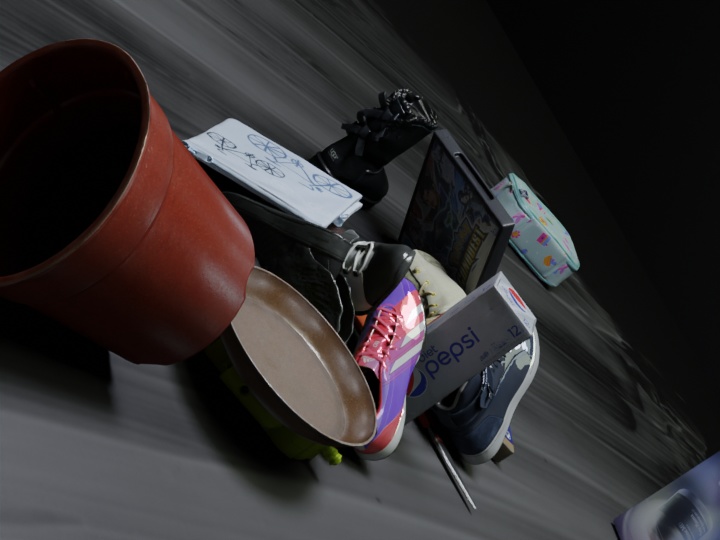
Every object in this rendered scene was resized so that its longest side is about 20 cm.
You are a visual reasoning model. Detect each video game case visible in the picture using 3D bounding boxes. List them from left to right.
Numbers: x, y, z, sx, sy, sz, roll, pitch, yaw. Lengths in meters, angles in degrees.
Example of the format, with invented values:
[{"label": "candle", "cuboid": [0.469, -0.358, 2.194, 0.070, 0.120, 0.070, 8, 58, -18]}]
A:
[{"label": "video game case", "cuboid": [0.121, -0.050, 1.891, 0.025, 0.201, 0.181, -12, 51, -27]}]

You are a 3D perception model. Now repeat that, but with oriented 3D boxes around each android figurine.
[{"label": "android figurine", "cuboid": [-0.079, 0.096, 1.352, 0.201, 0.041, 0.182, 52, 18, -3]}]

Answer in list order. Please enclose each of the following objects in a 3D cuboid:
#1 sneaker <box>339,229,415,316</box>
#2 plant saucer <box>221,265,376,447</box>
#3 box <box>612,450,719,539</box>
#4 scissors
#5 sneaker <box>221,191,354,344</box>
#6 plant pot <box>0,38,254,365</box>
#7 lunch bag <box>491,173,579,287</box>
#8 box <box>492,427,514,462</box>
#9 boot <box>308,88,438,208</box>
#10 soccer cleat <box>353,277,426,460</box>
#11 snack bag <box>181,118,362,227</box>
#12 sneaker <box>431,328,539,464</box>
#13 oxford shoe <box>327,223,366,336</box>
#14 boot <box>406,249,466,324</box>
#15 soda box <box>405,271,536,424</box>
[{"label": "sneaker", "cuboid": [-0.021, -0.003, 1.502, 0.088, 0.199, 0.074, 42, 61, -18]}, {"label": "plant saucer", "cuboid": [-0.063, 0.082, 1.303, 0.200, 0.032, 0.201, 45, 19, -20]}, {"label": "box", "cuboid": [0.486, 0.396, 2.006, 0.123, 0.198, 0.201, 36, 25, -39]}, {"label": "scissors", "cuboid": [0.078, 0.182, 1.650, 0.073, 0.014, 0.201, 35, 28, -53]}, {"label": "sneaker", "cuboid": [-0.082, -0.005, 1.470, 0.198, 0.105, 0.060, 21, -1, 28]}, {"label": "plant pot", "cuboid": [-0.189, -0.033, 1.084, 0.195, 0.200, 0.202, 46, 18, -50]}, {"label": "lunch bag", "cuboid": [0.312, -0.080, 2.620, 0.200, 0.077, 0.161, 47, 19, -22]}, {"label": "box", "cuboid": [0.141, 0.142, 1.853, 0.121, 0.032, 0.201, 46, 18, -24]}, {"label": "boot", "cuboid": [0.033, -0.163, 1.909, 0.074, 0.162, 0.198, 60, 18, 18]}, {"label": "soccer cleat", "cuboid": [0.021, 0.087, 1.460, 0.073, 0.067, 0.202, 55, 41, -54]}, {"label": "snack bag", "cuboid": [-0.094, -0.104, 1.601, 0.187, 0.022, 0.200, 32, 17, 3]}, {"label": "sneaker", "cuboid": [0.140, 0.103, 1.687, 0.146, 0.076, 0.204, 53, 48, -42]}, {"label": "oxford shoe", "cuboid": [0.000, 0.000, 1.643, 0.201, 0.072, 0.071, 61, -8, 11]}, {"label": "boot", "cuboid": [0.080, 0.046, 1.786, 0.155, 0.072, 0.199, 49, 26, 24]}, {"label": "soda box", "cuboid": [0.088, 0.089, 1.529, 0.068, 0.199, 0.063, 51, 18, -3]}]
